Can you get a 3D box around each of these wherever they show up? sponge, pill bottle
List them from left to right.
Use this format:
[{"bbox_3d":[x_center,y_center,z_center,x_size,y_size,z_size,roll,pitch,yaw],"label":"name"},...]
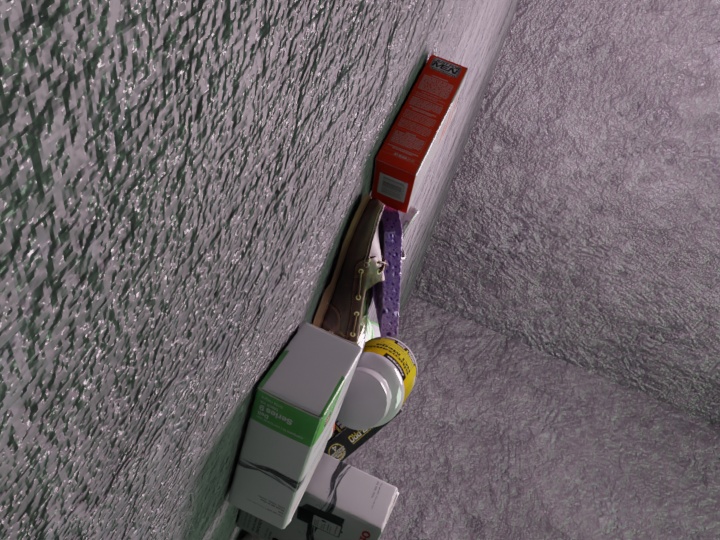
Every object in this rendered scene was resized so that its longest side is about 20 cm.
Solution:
[{"bbox_3d":[0.019,0.171,1.014,0.200,0.112,0.113,-22,134,-76],"label":"pill bottle"},{"bbox_3d":[0.039,-0.008,1.001,0.112,0.030,0.200,-99,-173,-52],"label":"sponge"}]

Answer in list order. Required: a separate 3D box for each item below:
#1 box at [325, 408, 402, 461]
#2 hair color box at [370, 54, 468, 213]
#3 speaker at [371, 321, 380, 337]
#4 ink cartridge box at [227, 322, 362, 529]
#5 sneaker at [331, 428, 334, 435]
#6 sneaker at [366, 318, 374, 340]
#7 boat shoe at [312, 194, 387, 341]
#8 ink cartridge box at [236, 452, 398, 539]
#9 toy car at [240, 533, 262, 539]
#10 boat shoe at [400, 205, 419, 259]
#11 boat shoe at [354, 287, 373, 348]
[{"bbox_3d":[-0.020,0.282,1.253,0.161,0.049,0.200,-39,-175,-13],"label":"box"},{"bbox_3d":[0.082,-0.192,0.936,0.102,0.061,0.200,99,17,-64],"label":"hair color box"},{"bbox_3d":[-0.010,0.179,1.336,0.200,0.088,0.089,-55,166,-60],"label":"speaker"},{"bbox_3d":[-0.081,0.190,0.818,0.146,0.084,0.200,-56,167,-58],"label":"ink cartridge box"},{"bbox_3d":[-0.087,0.252,1.063,0.202,0.067,0.108,100,15,-48],"label":"sneaker"},{"bbox_3d":[-0.024,0.145,1.157,0.200,0.074,0.084,-61,174,-42],"label":"sneaker"},{"bbox_3d":[0.000,0.000,0.898,0.070,0.070,0.200,-44,155,-70],"label":"boat shoe"},{"bbox_3d":[-0.064,0.343,0.964,0.083,0.200,0.147,-57,167,-55],"label":"ink cartridge box"},{"bbox_3d":[-0.114,0.448,1.128,0.175,0.150,0.200,75,39,-78],"label":"toy car"},{"bbox_3d":[0.043,-0.029,1.135,0.074,0.067,0.200,-57,168,-53],"label":"boat shoe"},{"bbox_3d":[-0.022,0.062,0.993,0.200,0.072,0.062,-74,168,-54],"label":"boat shoe"}]
